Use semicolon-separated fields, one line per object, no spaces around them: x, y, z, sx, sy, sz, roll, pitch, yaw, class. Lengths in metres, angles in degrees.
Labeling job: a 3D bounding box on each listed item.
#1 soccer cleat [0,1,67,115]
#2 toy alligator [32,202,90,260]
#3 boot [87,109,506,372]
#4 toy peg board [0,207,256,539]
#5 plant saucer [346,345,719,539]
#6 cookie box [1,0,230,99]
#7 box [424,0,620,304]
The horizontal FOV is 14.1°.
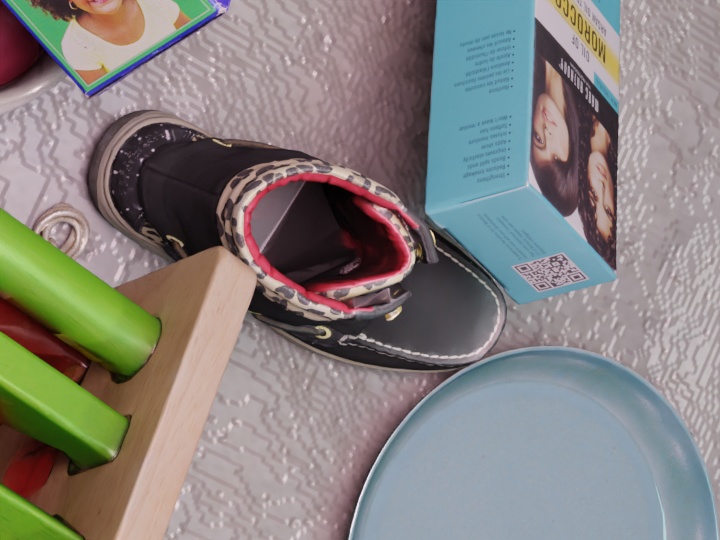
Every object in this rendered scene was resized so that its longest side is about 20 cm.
-0.198;-0.079;1.130;0.200;0.086;0.070;-19;103;-26;soccer cleat
-0.146;0.067;1.188;0.059;0.054;0.200;25;82;-28;toy alligator
-0.001;0.001;1.202;0.203;0.154;0.074;26;87;-26;boot
-0.159;0.078;1.032;0.098;0.199;0.200;37;55;-27;toy peg board
0.075;0.133;1.329;0.200;0.027;0.201;-2;95;-28;plant saucer
-0.127;-0.194;1.112;0.075;0.171;0.200;-31;116;24;cookie box
0.071;-0.094;1.232;0.082;0.049;0.200;43;42;-46;box
